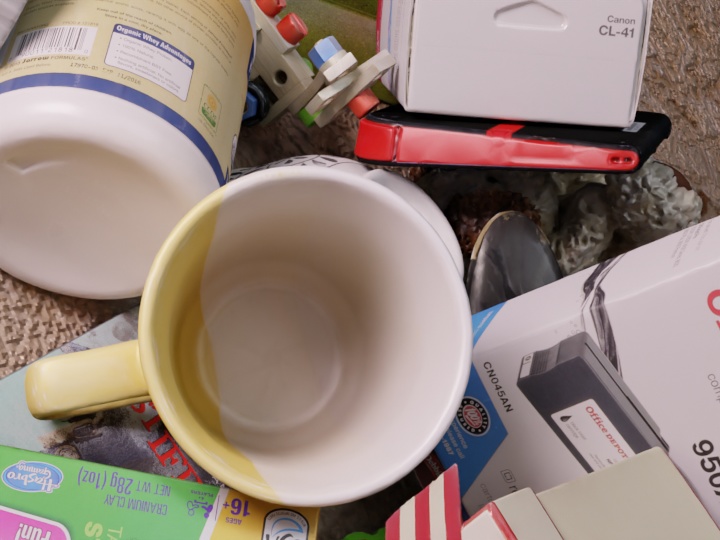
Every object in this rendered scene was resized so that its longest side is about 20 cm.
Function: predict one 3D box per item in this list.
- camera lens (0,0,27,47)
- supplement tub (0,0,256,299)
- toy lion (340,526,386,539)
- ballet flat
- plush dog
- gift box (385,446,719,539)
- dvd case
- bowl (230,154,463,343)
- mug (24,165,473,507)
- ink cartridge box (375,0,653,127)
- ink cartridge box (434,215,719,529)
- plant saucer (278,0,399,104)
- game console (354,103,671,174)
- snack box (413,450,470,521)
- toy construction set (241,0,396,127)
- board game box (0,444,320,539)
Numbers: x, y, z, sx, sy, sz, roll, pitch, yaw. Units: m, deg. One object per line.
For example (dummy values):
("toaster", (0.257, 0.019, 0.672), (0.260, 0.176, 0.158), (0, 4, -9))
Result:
("camera lens", (-0.264, -0.185, 0.674), (0.199, 0.160, 0.161), (28, 45, -27))
("supplement tub", (-0.133, -0.101, 0.752), (0.144, 0.144, 0.201), (30, 45, -25))
("toy lion", (0.005, 0.219, 0.726), (0.199, 0.069, 0.193), (26, 40, -29))
("ballet flat", (0.096, 0.064, 0.844), (0.066, 0.057, 0.202), (-7, 94, -4))
("plush dog", (0.110, -0.026, 0.956), (0.171, 0.162, 0.200), (17, 9, -20))
("gift box", (0.091, 0.186, 0.624), (0.186, 0.200, 0.185), (-8, 54, -51))
("dvd case", (-0.111, 0.096, 0.726), (0.146, 0.022, 0.200), (55, 38, 3))
("bowl", (0.000, 0.000, 0.832), (0.200, 0.094, 0.202), (33, 38, -30))
("mug", (-0.053, 0.030, 0.675), (0.185, 0.153, 0.150), (21, 79, -8))
("ink cartridge box", (0.090, -0.151, 0.902), (0.146, 0.086, 0.200), (3, 15, -4))
("ink cartridge box", (0.145, 0.073, 0.733), (0.145, 0.199, 0.084), (62, 29, -7))
("plant saucer", (-0.029, -0.232, 1.024), (0.199, 0.048, 0.201), (11, 55, -39))
("game console", (0.101, -0.085, 0.880), (0.200, 0.176, 0.031), (-35, 131, -69))
("snack box", (0.080, 0.174, 0.801), (0.201, 0.024, 0.072), (64, 15, 10))
("toy construction set", (-0.055, -0.167, 0.878), (0.201, 0.131, 0.092), (58, 23, 14))
("board game box", (-0.104, 0.187, 0.585), (0.152, 0.040, 0.201), (12, 63, -12))
